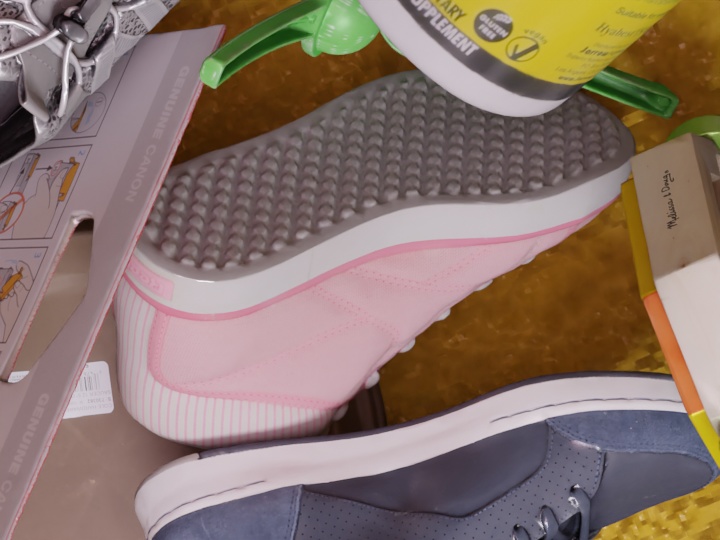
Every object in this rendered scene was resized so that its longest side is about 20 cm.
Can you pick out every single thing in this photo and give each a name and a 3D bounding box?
[{"bbox_3d":[-0.089,-0.078,0.866,0.075,0.082,0.200,32,119,-30],"label":"sneaker"},{"bbox_3d":[0.012,-0.075,0.941,0.038,0.199,0.071,-50,53,37],"label":"lime squeezer"},{"bbox_3d":[0.000,0.000,0.967,0.075,0.199,0.105,48,142,34],"label":"sneaker"},{"bbox_3d":[-0.089,0.069,1.021,0.198,0.029,0.202,1,99,5],"label":"plant saucer"},{"bbox_3d":[0.037,0.118,0.920,0.201,0.077,0.147,-13,59,-1],"label":"sneaker"},{"bbox_3d":[0.143,0.049,0.934,0.039,0.156,0.200,-22,127,15],"label":"toy wagon"},{"bbox_3d":[-0.128,0.017,0.914,0.175,0.045,0.201,2,61,41],"label":"ink cartridge box"},{"bbox_3d":[0.088,-0.147,0.871,0.111,0.111,0.200,46,121,-3],"label":"pill bottle"}]
